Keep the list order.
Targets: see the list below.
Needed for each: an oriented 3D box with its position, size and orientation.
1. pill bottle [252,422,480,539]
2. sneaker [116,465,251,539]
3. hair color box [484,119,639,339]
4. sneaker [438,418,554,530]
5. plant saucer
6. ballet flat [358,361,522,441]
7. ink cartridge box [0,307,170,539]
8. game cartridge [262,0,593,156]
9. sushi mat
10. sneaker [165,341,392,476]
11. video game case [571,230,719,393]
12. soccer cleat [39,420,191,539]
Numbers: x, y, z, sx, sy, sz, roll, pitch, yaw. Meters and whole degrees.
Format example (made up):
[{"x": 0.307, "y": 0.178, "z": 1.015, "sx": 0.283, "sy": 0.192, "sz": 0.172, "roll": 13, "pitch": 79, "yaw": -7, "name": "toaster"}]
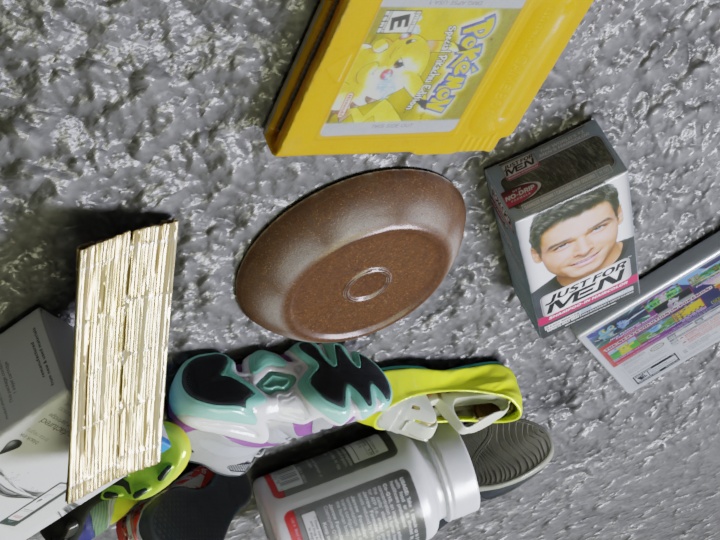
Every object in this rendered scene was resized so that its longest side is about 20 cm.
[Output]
[{"x": 0.007, "y": 0.221, "z": 1.435, "sx": 0.199, "sy": 0.114, "sz": 0.114, "roll": -19, "pitch": 147, "yaw": -11, "name": "pill bottle"}, {"x": -0.172, "y": 0.228, "z": 1.301, "sx": 0.108, "sy": 0.067, "sz": 0.201, "roll": -32, "pitch": 180, "yaw": 17, "name": "sneaker"}, {"x": 0.172, "y": -0.029, "z": 1.244, "sx": 0.099, "sy": 0.061, "sz": 0.200, "roll": -25, "pitch": 147, "yaw": -1, "name": "hair color box"}, {"x": 0.109, "y": 0.216, "z": 1.550, "sx": 0.199, "sy": 0.075, "sz": 0.106, "roll": -20, "pitch": 153, "yaw": 6, "name": "sneaker"}, {"x": 0.000, "y": 0.000, "z": 1.190, "sx": 0.199, "sy": 0.037, "sz": 0.201, "roll": -19, "pitch": 147, "yaw": -13, "name": "plant saucer"}, {"x": 0.069, "y": 0.124, "z": 1.384, "sx": 0.199, "sy": 0.067, "sz": 0.067, "roll": -3, "pitch": 142, "yaw": -32, "name": "ballet flat"}, {"x": -0.271, "y": 0.135, "z": 1.145, "sx": 0.200, "sy": 0.085, "sz": 0.146, "roll": -34, "pitch": 147, "yaw": 11, "name": "ink cartridge box"}, {"x": 0.051, "y": -0.147, "z": 1.019, "sx": 0.199, "sy": 0.033, "sz": 0.177, "roll": -3, "pitch": 141, "yaw": -30, "name": "game cartridge"}, {"x": -0.172, "y": 0.064, "z": 1.071, "sx": 0.095, "sy": 0.012, "sz": 0.201, "roll": -18, "pitch": 122, "yaw": -48, "name": "sushi mat"}, {"x": -0.081, "y": 0.129, "z": 1.288, "sx": 0.199, "sy": 0.078, "sz": 0.140, "roll": 3, "pitch": 140, "yaw": -24, "name": "sneaker"}, {"x": 0.322, "y": 0.038, "z": 1.482, "sx": 0.199, "sy": 0.023, "sz": 0.182, "roll": -32, "pitch": 148, "yaw": 11, "name": "video game case"}, {"x": -0.202, "y": 0.172, "z": 1.258, "sx": 0.200, "sy": 0.065, "sz": 0.084, "roll": -37, "pitch": 173, "yaw": 36, "name": "soccer cleat"}]
